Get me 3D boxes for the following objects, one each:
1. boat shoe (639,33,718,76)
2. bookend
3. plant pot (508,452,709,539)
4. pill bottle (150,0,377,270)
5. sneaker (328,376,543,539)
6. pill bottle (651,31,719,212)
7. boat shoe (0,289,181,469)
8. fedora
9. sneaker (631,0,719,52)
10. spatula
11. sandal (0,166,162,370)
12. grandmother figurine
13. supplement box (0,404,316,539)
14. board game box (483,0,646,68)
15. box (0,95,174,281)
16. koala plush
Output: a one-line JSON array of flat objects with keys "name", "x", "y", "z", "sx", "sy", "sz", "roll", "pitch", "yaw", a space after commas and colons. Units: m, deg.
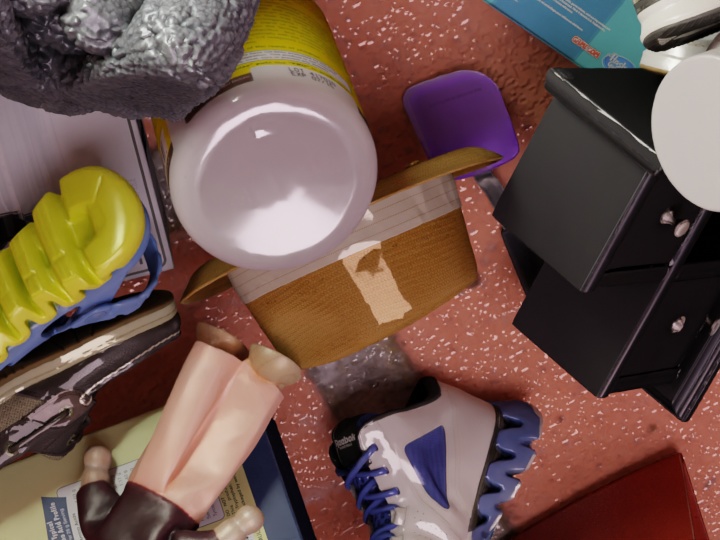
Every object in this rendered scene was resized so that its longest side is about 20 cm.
[{"name": "boat shoe", "x": 0.238, "y": -0.142, "z": 1.572, "sx": 0.199, "sy": 0.071, "sz": 0.070, "roll": -8, "pitch": 112, "yaw": -41}, {"name": "bookend", "x": 0.152, "y": -0.010, "z": 1.579, "sx": 0.199, "sy": 0.092, "sz": 0.199, "roll": -4, "pitch": 128, "yaw": -52}, {"name": "plant pot", "x": 0.153, "y": 0.269, "z": 1.755, "sx": 0.175, "sy": 0.200, "sz": 0.201, "roll": -14, "pitch": 123, "yaw": 9}, {"name": "pill bottle", "x": -0.059, "y": -0.092, "z": 1.474, "sx": 0.109, "sy": 0.200, "sz": 0.110, "roll": -5, "pitch": 121, "yaw": -9}, {"name": "sneaker", "x": 0.024, "y": 0.148, "z": 1.680, "sx": 0.115, "sy": 0.200, "sz": 0.081, "roll": 28, "pitch": 156, "yaw": -12}, {"name": "pill bottle", "x": 0.248, "y": -0.092, "z": 1.464, "sx": 0.199, "sy": 0.111, "sz": 0.112, "roll": -18, "pitch": 130, "yaw": -42}, {"name": "boat shoe", "x": -0.185, "y": 0.078, "z": 1.563, "sx": 0.199, "sy": 0.073, "sz": 0.065, "roll": -28, "pitch": 103, "yaw": 0}, {"name": "fedora", "x": 0.000, "y": 0.000, "z": 1.549, "sx": 0.200, "sy": 0.201, "sz": 0.082, "roll": -24, "pitch": 89, "yaw": 2}, {"name": "sneaker", "x": 0.213, "y": -0.199, "z": 1.490, "sx": 0.200, "sy": 0.076, "sz": 0.116, "roll": -19, "pitch": 84, "yaw": -34}, {"name": "spatula", "x": 0.087, "y": -0.035, "z": 1.647, "sx": 0.056, "sy": 0.021, "sz": 0.201, "roll": -19, "pitch": 126, "yaw": 14}, {"name": "sandal", "x": -0.185, "y": 0.020, "z": 1.521, "sx": 0.199, "sy": 0.080, "sz": 0.087, "roll": -28, "pitch": 158, "yaw": 19}, {"name": "grandmother figurine", "x": -0.113, "y": 0.129, "z": 1.535, "sx": 0.061, "sy": 0.121, "sz": 0.201, "roll": 42, "pitch": 71, "yaw": -46}, {"name": "supplement box", "x": -0.120, "y": 0.199, "z": 1.617, "sx": 0.199, "sy": 0.201, "sz": 0.134, "roll": -20, "pitch": 163, "yaw": 1}, {"name": "board game box", "x": 0.153, "y": -0.217, "z": 1.538, "sx": 0.151, "sy": 0.047, "sz": 0.200, "roll": 31, "pitch": 109, "yaw": -27}, {"name": "box", "x": -0.180, "y": -0.083, "z": 1.536, "sx": 0.116, "sy": 0.060, "sz": 0.201, "roll": -13, "pitch": 123, "yaw": -4}, {"name": "koala plush", "x": -0.132, "y": -0.189, "z": 1.377, "sx": 0.176, "sy": 0.184, "sz": 0.201, "roll": 15, "pitch": 79, "yaw": -8}]
